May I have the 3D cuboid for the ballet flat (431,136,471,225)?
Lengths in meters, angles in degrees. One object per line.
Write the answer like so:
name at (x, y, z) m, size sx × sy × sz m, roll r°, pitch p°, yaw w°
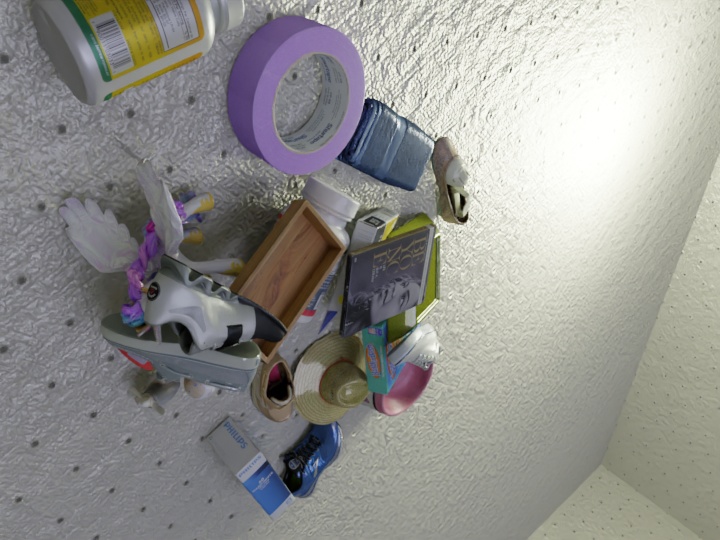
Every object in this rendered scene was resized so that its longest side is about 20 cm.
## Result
ballet flat at (0.185, -0.168, 1.257) m, size 0.068 × 0.067 × 0.202 m, roll -41°, pitch 140°, yaw -20°

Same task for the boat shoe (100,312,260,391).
boat shoe at (-0.224, 0.108, 0.800) m, size 0.196 × 0.070 × 0.073 m, roll 15°, pitch 110°, yaw -8°

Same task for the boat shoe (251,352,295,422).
boat shoe at (-0.151, 0.213, 1.151) m, size 0.073 × 0.069 × 0.203 m, roll -36°, pitch 138°, yaw -25°

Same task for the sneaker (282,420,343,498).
sneaker at (-0.104, 0.384, 1.324) m, size 0.088 × 0.078 × 0.203 m, roll 9°, pitch 109°, yaw -53°

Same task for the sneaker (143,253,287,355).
sneaker at (-0.171, 0.061, 0.759) m, size 0.199 × 0.073 × 0.090 m, roll 33°, pitch 78°, yaw -45°

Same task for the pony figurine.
pony figurine at (-0.243, -0.030, 0.797) m, size 0.196 × 0.164 × 0.200 m, roll 65°, pitch 28°, yaw -10°

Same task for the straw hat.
straw hat at (-0.030, 0.221, 1.245) m, size 0.198 × 0.084 × 0.206 m, roll -14°, pitch 110°, yaw -43°

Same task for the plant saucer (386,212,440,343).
plant saucer at (0.108, 0.012, 1.224) m, size 0.199 × 0.047 × 0.205 m, roll -34°, pitch 126°, yaw -59°

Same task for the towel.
towel at (0.043, -0.208, 1.084) m, size 0.198 × 0.048 × 0.113 m, roll 16°, pitch 104°, yaw -51°

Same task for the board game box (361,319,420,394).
board game box at (0.065, 0.117, 1.267) m, size 0.200 × 0.044 × 0.155 m, roll -50°, pitch 140°, yaw -52°

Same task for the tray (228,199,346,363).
tray at (-0.108, 0.012, 0.882) m, size 0.099 × 0.037 × 0.202 m, roll 49°, pitch 64°, yaw -32°

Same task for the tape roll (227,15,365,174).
tape roll at (-0.085, -0.240, 0.901) m, size 0.198 × 0.065 × 0.204 m, roll -29°, pitch 134°, yaw -33°

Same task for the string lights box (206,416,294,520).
string lights box at (-0.196, 0.363, 1.181) m, size 0.059 × 0.102 × 0.202 m, roll -40°, pitch 140°, yaw -18°

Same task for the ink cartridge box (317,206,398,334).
ink cartridge box at (0.000, 0.000, 1.117) m, size 0.198 × 0.046 × 0.204 m, roll -46°, pitch 155°, yaw -73°

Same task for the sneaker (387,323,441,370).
sneaker at (0.112, 0.149, 1.215) m, size 0.073 × 0.071 × 0.199 m, roll -43°, pitch 169°, yaw 22°

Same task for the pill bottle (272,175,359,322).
pill bottle at (-0.085, -0.035, 1.005) m, size 0.119 × 0.119 × 0.203 m, roll 18°, pitch 102°, yaw -52°

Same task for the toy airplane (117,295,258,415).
toy airplane at (-0.237, 0.120, 0.923) m, size 0.195 × 0.143 × 0.202 m, roll -18°, pitch 150°, yaw -23°

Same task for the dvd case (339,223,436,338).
dvd case at (0.047, 0.015, 1.063) m, size 0.198 × 0.016 × 0.152 m, roll -21°, pitch 129°, yaw -40°

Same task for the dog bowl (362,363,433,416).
dog bowl at (0.082, 0.230, 1.427) m, size 0.198 × 0.073 × 0.204 m, roll -29°, pitch 136°, yaw -33°

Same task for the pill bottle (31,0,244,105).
pill bottle at (-0.225, -0.265, 0.683) m, size 0.199 × 0.112 × 0.114 m, roll -35°, pitch 139°, yaw -25°
